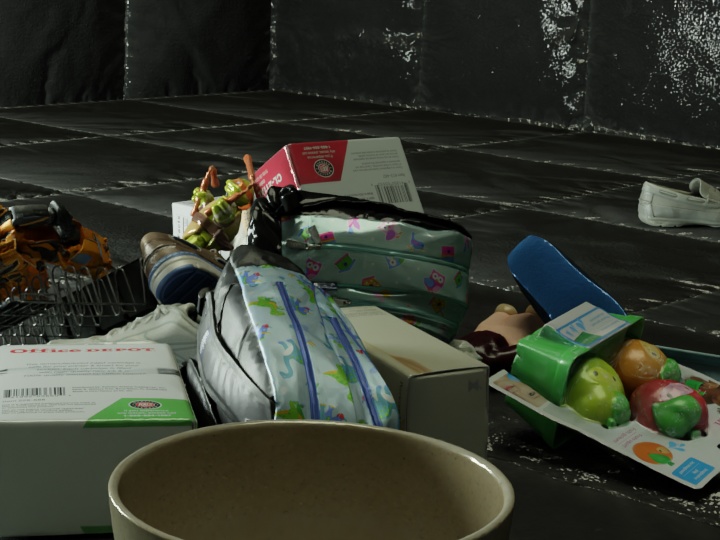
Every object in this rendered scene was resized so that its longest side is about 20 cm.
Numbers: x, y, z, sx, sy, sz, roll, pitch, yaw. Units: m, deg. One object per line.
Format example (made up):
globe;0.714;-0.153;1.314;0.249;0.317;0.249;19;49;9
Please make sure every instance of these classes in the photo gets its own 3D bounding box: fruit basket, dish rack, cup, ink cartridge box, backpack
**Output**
fruit basket;0.230;0.100;1.279;0.199;0.095;0.184;19;25;33
dish rack;-0.289;0.036;1.394;0.152;0.055;0.199;-26;-15;31
cup;-0.026;0.172;0.773;0.198;0.145;0.200;2;13;-1
ink cartridge box;-0.201;0.118;1.135;0.144;0.085;0.200;0;12;-11
backpack;-0.054;0.098;1.110;0.152;0.165;0.200;15;17;-10
ink cartridge box;-0.007;-0.022;1.537;0.145;0.202;0.083;-6;-17;-38
backpack;0.000;0.000;1.380;0.197;0.128;0.167;8;-2;1

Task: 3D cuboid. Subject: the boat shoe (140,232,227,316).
boat shoe;-0.137;0.017;1.452;0.073;0.072;0.200;57;5;33

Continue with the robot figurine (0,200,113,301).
robot figurine;-0.309;-0.012;1.413;0.144;0.059;0.200;-21;-12;12

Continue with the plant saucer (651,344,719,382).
plant saucer;0.263;0.102;1.367;0.198;0.071;0.019;9;-20;25

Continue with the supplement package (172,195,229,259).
supplement package;-0.105;-0.014;1.699;0.109;0.115;0.199;-10;17;-42

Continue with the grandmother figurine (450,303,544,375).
grandmother figurine;0.121;0.077;1.471;0.120;0.061;0.200;-10;7;31

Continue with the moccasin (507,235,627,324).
moccasin;0.216;0.045;1.465;0.068;0.080;0.201;41;16;-54

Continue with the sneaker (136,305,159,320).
sneaker;-0.212;0.020;1.641;0.080;0.076;0.200;-9;14;-11

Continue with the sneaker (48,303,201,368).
sneaker;-0.180;0.067;1.358;0.197;0.082;0.075;2;14;3

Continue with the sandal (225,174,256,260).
sandal;-0.109;-0.012;1.569;0.081;0.202;0.054;-31;-29;34

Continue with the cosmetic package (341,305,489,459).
cosmetic package;0.023;0.101;1.219;0.070;0.107;0.200;-5;12;-24

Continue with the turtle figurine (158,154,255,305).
turtle figurine;-0.157;-0.037;1.537;0.064;0.161;0.200;46;-8;-16

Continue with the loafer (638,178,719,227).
loafer;0.516;-0.104;2.347;0.198;0.071;0.070;-1;12;-15
